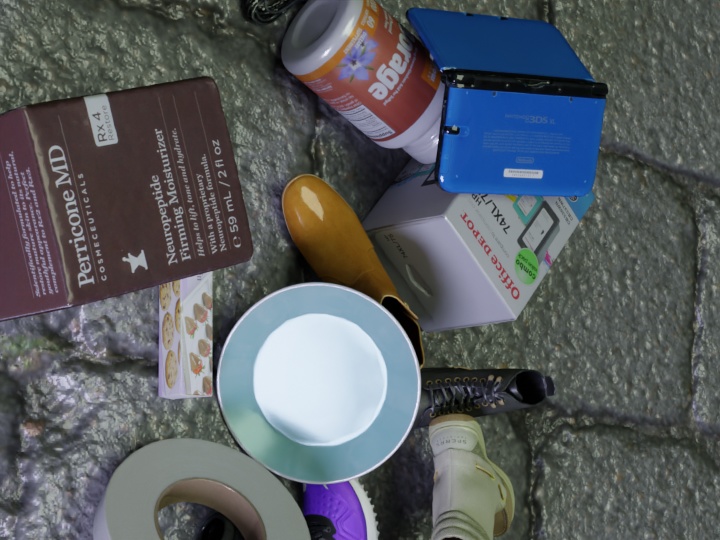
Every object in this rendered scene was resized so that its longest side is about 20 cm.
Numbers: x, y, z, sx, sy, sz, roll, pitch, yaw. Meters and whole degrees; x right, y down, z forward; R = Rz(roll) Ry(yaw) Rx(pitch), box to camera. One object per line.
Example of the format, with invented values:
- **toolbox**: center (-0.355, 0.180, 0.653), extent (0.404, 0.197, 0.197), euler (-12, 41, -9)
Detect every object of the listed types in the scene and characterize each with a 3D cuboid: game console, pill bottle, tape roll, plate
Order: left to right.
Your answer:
- **tape roll**: center (-0.139, 0.239, 1.378), extent (0.201, 0.037, 0.204), euler (19, 38, -16)
- **plate**: center (-0.040, 0.107, 1.495), extent (0.026, 0.198, 0.202), euler (-75, 144, -76)
- **pill bottle**: center (0.022, -0.200, 1.612), extent (0.199, 0.111, 0.113), euler (36, 61, -32)
- **game console**: center (0.143, -0.173, 1.599), extent (0.198, 0.118, 0.173), euler (0, 103, -30)

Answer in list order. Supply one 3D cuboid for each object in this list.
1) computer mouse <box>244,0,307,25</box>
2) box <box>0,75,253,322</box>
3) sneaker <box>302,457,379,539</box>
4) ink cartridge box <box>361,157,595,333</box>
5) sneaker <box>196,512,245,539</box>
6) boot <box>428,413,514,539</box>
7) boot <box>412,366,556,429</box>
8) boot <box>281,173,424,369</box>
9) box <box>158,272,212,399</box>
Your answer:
- **computer mouse**: center (-0.087, -0.365, 1.579), extent (0.138, 0.052, 0.202), euler (-30, 104, -40)
- **box**: center (-0.228, -0.060, 1.331), extent (0.199, 0.163, 0.168), euler (-16, 95, -42)
- **sneaker**: center (-0.033, 0.287, 1.522), extent (0.099, 0.069, 0.203), euler (-18, 96, -40)
- **ink cartridge box**: center (0.124, -0.058, 1.662), extent (0.147, 0.145, 0.201), euler (52, 54, -23)
- **sneaker**: center (-0.112, 0.313, 1.428), extent (0.098, 0.071, 0.202), euler (22, 48, -33)
- **boot**: center (0.115, 0.264, 1.602), extent (0.201, 0.071, 0.156), euler (65, 20, -46)
- **boot**: center (0.092, 0.128, 1.612), extent (0.198, 0.137, 0.079), euler (-11, 91, -41)
- **boot**: center (0.000, 0.001, 1.538), extent (0.070, 0.144, 0.202), euler (-33, 112, -8)
- **box**: center (-0.165, 0.020, 1.461), extent (0.038, 0.041, 0.203), euler (6, 80, -41)
